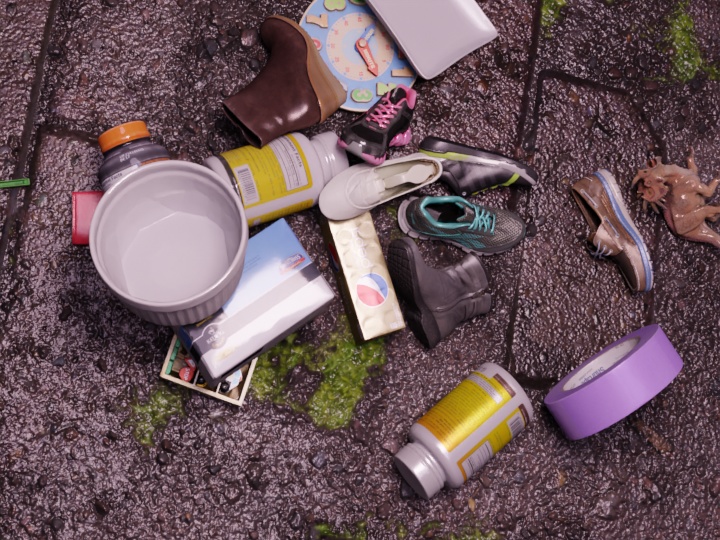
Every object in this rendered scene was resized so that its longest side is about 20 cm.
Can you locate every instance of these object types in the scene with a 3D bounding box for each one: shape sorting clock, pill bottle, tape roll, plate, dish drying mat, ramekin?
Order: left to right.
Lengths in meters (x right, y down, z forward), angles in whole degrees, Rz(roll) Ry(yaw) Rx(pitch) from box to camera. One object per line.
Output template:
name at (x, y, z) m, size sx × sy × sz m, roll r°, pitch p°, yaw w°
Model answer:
dish drying mat at (-0.312, -0.075, 1.636) m, size 0.196 × 0.018 × 0.078 m, roll 0°, pitch 81°, yaw -13°
pill bottle at (-0.297, -0.101, 1.579) m, size 0.105 × 0.106 × 0.203 m, roll -20°, pitch 87°, yaw -15°
ramekin at (-0.237, -0.027, 1.449) m, size 0.196 × 0.105 × 0.204 m, roll 0°, pitch 65°, yaw -1°
pill bottle at (-0.119, -0.133, 1.635) m, size 0.197 × 0.111 × 0.113 m, roll -19°, pitch 85°, yaw -22°
shape sorting clock at (-0.001, -0.340, 1.737) m, size 0.196 × 0.039 × 0.204 m, roll 2°, pitch 80°, yaw -12°
plate at (0.094, -0.399, 1.744) m, size 0.199 × 0.032 × 0.201 m, roll -36°, pitch 89°, yaw -39°
pill bottle at (0.145, 0.232, 1.635) m, size 0.199 × 0.109 × 0.110 m, roll -38°, pitch 90°, yaw -16°
tape roll at (0.363, 0.160, 1.647) m, size 0.199 × 0.200 × 0.066 m, roll -35°, pitch 89°, yaw -15°

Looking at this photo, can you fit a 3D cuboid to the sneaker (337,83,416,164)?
sneaker at (0.031, -0.219, 1.644) m, size 0.078 × 0.200 × 0.096 m, roll 30°, pitch 119°, yaw 8°

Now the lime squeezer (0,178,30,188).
lime squeezer at (-0.560, -0.122, 1.569) m, size 0.198 × 0.070 × 0.038 m, roll 2°, pitch 60°, yaw -42°

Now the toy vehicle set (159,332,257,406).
toy vehicle set at (-0.197, 0.078, 1.630) m, size 0.122 × 0.027 × 0.203 m, roll 19°, pitch 77°, yaw -8°

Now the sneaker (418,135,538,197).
sneaker at (0.171, -0.145, 1.739) m, size 0.196 × 0.072 × 0.084 m, roll 14°, pitch 102°, yaw -9°

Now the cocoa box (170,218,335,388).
cocoa box at (-0.157, 0.046, 1.560) m, size 0.199 × 0.133 × 0.132 m, roll -34°, pitch 86°, yaw -15°

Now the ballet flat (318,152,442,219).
ballet flat at (0.033, -0.127, 1.631) m, size 0.197 × 0.069 × 0.070 m, roll -21°, pitch 85°, yaw -26°

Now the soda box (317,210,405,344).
soda box at (0.000, 0.000, 1.667) m, size 0.067 × 0.064 × 0.203 m, roll -16°, pitch 85°, yaw -14°

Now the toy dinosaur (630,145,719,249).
toy dinosaur at (0.500, -0.104, 1.788) m, size 0.134 × 0.086 × 0.202 m, roll -29°, pitch 104°, yaw -5°

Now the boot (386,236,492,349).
boot at (0.118, 0.006, 1.655) m, size 0.131 × 0.070 × 0.202 m, roll -33°, pitch 132°, yaw -16°

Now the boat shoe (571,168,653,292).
boat shoe at (0.384, -0.052, 1.761) m, size 0.071 × 0.072 × 0.203 m, roll -20°, pitch 75°, yaw -10°

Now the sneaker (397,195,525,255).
sneaker at (0.157, -0.071, 1.699) m, size 0.196 × 0.091 × 0.079 m, roll 6°, pitch 80°, yaw -11°

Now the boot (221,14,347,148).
boot at (-0.133, -0.276, 1.643) m, size 0.165 × 0.073 × 0.201 m, roll -28°, pitch 64°, yaw -26°
